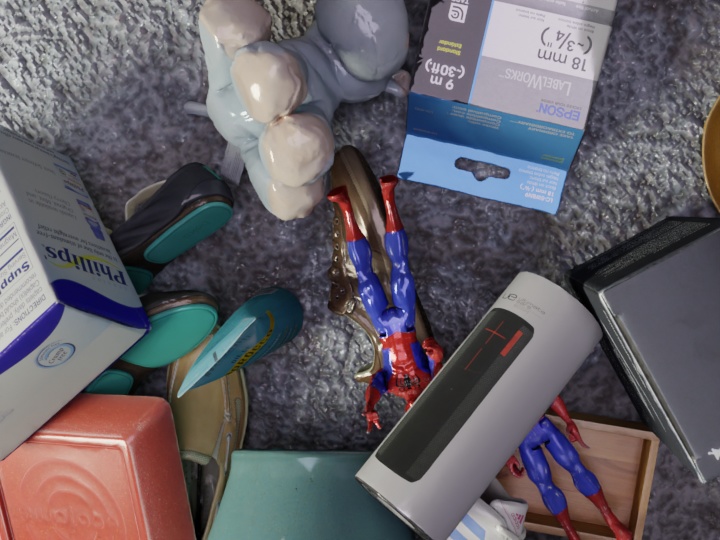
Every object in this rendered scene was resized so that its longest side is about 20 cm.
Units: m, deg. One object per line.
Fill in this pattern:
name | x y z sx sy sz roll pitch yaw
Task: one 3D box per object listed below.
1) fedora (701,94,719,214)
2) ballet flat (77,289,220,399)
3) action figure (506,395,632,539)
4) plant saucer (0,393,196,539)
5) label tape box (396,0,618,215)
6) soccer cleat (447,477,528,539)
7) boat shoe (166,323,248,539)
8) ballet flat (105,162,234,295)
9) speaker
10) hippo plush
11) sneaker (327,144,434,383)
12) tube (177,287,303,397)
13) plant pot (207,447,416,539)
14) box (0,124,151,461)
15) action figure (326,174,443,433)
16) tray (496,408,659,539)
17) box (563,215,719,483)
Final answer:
fedora | 0.371 -0.092 0.765 0.200 0.082 0.202 0 94 6
ballet flat | -0.197 0.063 0.830 0.200 0.068 0.069 -40 47 22
action figure | 0.144 0.137 0.792 0.065 0.052 0.200 -31 89 12
plant saucer | -0.234 0.201 0.829 0.199 0.037 0.201 -1 107 24
label tape box | 0.117 -0.157 0.796 0.144 0.063 0.201 13 96 5
soccer cleat | 0.094 0.220 0.765 0.086 0.070 0.201 -16 83 26
boat shoe | -0.134 0.145 0.839 0.071 0.076 0.201 -3 94 7
ballet flat | -0.193 -0.022 0.843 0.200 0.073 0.073 -37 90 14
speaker | 0.088 0.098 0.727 0.081 0.081 0.200 41 79 1
hippo plush | -0.028 -0.137 0.773 0.160 0.200 0.160 -26 79 -19
sneaker | 0.000 0.000 0.818 0.075 0.070 0.201 -20 92 8
tube | -0.086 0.048 0.765 0.050 0.200 0.078 41 99 2
plant pot | -0.039 0.236 0.790 0.199 0.200 0.189 -1 79 6
box | -0.293 0.018 0.785 0.184 0.105 0.200 -40 60 14
action figure | 0.023 0.038 0.746 0.065 0.099 0.201 -13 105 6
tray | 0.140 0.163 0.835 0.199 0.037 0.099 9 96 6
box | 0.238 0.047 0.731 0.104 0.200 0.148 -29 92 5
